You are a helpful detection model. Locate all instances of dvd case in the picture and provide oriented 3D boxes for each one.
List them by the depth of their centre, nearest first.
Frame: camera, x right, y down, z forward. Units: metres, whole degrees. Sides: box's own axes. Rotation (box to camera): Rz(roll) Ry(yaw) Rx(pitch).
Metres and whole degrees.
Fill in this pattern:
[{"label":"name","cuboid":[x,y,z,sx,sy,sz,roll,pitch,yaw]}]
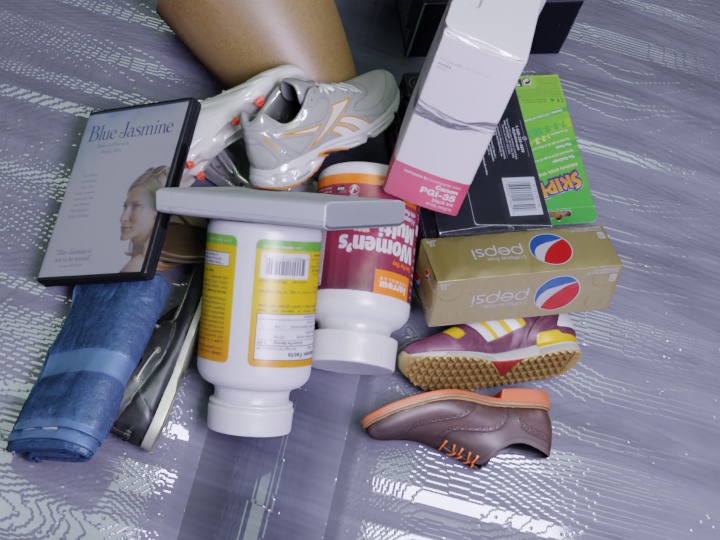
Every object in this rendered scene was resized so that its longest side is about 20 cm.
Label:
[{"label":"dvd case","cuboid":[-0.241,-0.079,1.251,0.142,0.018,0.201,-4,62,31]}]

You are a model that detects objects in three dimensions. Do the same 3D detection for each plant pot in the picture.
[{"label":"plant pot","cuboid":[-0.092,-0.252,1.367,0.186,0.186,0.200,-33,89,-24]}]

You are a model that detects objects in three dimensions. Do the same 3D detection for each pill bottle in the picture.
[{"label":"pill bottle","cuboid":[-0.099,0.054,1.201,0.111,0.111,0.201,5,93,-9]},{"label":"pill bottle","cuboid":[0.000,0.000,1.265,0.109,0.110,0.201,8,77,-7]}]

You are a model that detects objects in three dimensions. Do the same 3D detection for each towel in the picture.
[{"label":"towel","cuboid":[-0.258,0.088,1.189,0.049,0.111,0.201,48,49,-37]}]

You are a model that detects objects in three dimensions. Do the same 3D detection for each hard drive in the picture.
[{"label":"hard drive","cuboid":[-0.076,-0.061,1.185,0.199,0.132,0.027,7,97,34]}]

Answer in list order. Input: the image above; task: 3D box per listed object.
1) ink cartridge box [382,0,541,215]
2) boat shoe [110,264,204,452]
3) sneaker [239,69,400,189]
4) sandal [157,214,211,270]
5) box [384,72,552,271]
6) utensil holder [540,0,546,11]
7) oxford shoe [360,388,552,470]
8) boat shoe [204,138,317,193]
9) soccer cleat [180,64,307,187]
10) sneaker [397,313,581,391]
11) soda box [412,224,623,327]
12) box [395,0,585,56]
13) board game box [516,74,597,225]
[{"label":"ink cartridge box","cuboid":[0.097,-0.176,1.192,0.082,0.200,0.147,20,46,-2]},{"label":"boat shoe","cuboid":[-0.195,0.075,1.227,0.067,0.072,0.201,21,64,1]},{"label":"sneaker","cuboid":[-0.038,-0.165,1.262,0.076,0.092,0.200,20,48,42]},{"label":"sandal","cuboid":[-0.216,-0.028,1.291,0.199,0.054,0.081,-8,59,2]},{"label":"box","cuboid":[0.113,-0.103,1.354,0.132,0.115,0.201,-4,65,-15]},{"label":"utensil holder","cuboid":[0.133,-0.386,1.355,0.199,0.170,0.170,26,61,6]},{"label":"oxford shoe","cuboid":[0.100,0.161,1.244,0.199,0.071,0.073,-2,69,-12]},{"label":"boat shoe","cuboid":[-0.093,-0.095,1.334,0.200,0.069,0.071,31,59,4]},{"label":"soccer cleat","cuboid":[-0.146,-0.157,1.288,0.200,0.069,0.078,-38,58,-3]},{"label":"sneaker","cuboid":[0.127,0.070,1.300,0.199,0.075,0.090,-2,55,-19]},{"label":"soda box","cuboid":[0.158,0.004,1.269,0.199,0.068,0.064,-5,46,-14]},{"label":"box","cuboid":[0.143,-0.361,1.496,0.199,0.104,0.183,-4,63,-13]},{"label":"board game box","cuboid":[0.204,-0.136,1.438,0.095,0.030,0.201,-4,62,-13]}]
